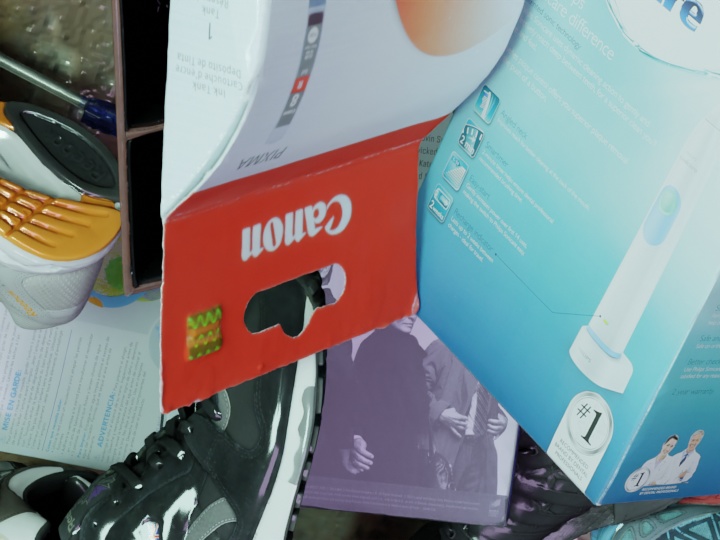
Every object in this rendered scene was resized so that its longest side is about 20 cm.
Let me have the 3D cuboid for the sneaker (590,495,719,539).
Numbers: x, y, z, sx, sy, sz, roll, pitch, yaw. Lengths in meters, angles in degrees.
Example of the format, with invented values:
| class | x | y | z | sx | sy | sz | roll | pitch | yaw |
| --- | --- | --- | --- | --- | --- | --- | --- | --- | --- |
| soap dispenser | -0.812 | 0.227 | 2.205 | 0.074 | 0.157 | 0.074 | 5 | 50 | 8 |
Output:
| class | x | y | z | sx | sy | sz | roll | pitch | yaw |
| --- | --- | --- | --- | --- | --- | --- | --- | --- | --- |
| sneaker | 0.203 | 0.133 | 1.239 | 0.198 | 0.096 | 0.080 | -11 | 123 | 7 |

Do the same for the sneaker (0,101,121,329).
| class | x | y | z | sx | sy | sz | roll | pitch | yaw |
| --- | --- | --- | --- | --- | --- | --- | --- | --- | --- |
| sneaker | -0.177 | -0.049 | 1.099 | 0.200 | 0.076 | 0.092 | 43 | 147 | 17 |

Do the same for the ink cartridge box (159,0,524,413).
| class | x | y | z | sx | sy | sz | roll | pitch | yaw |
| --- | --- | --- | --- | --- | --- | --- | --- | --- | --- |
| ink cartridge box | -0.003 | -0.059 | 0.974 | 0.050 | 0.162 | 0.202 | 12 | 109 | 33 |

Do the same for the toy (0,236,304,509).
| class | x | y | z | sx | sy | sz | roll | pitch | yaw |
| --- | --- | --- | --- | --- | --- | --- | --- | --- | --- |
| toy | -0.105 | 0.024 | 1.186 | 0.199 | 0.047 | 0.116 | 13 | 92 | -16 |

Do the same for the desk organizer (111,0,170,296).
| class | x | y | z | sx | sy | sz | roll | pitch | yaw |
| --- | --- | --- | --- | --- | --- | --- | --- | --- | --- |
| desk organizer | -0.052 | -0.093 | 1.026 | 0.071 | 0.077 | 0.201 | 2 | 118 | 5 |

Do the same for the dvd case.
| class | x | y | z | sx | sy | sz | roll | pitch | yaw |
| --- | --- | --- | --- | --- | --- | --- | --- | --- | --- |
| dvd case | 0.000 | 0.000 | 1.155 | 0.149 | 0.025 | 0.202 | 6 | 101 | -5 |

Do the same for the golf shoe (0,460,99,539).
| class | x | y | z | sx | sy | sz | roll | pitch | yaw |
| --- | --- | --- | --- | --- | --- | --- | --- | --- | --- |
| golf shoe | -0.135 | 0.117 | 1.172 | 0.094 | 0.200 | 0.078 | -5 | 90 | 14 |

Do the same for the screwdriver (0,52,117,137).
| class | x | y | z | sx | sy | sz | roll | pitch | yaw |
| --- | --- | --- | --- | --- | --- | --- | --- | --- | --- |
| screwdriver | -0.124 | -0.071 | 1.124 | 0.199 | 0.028 | 0.029 | 24 | 132 | 7 |

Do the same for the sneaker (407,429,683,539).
| class | x | y | z | sx | sy | sz | roll | pitch | yaw |
| --- | --- | --- | --- | --- | --- | --- | --- | --- | --- |
| sneaker | 0.075 | 0.071 | 1.224 | 0.199 | 0.060 | 0.104 | -28 | 117 | 13 |

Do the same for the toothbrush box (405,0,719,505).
| class | x | y | z | sx | sy | sz | roll | pitch | yaw |
| --- | --- | --- | --- | --- | --- | --- | --- | --- | --- |
| toothbrush box | 0.111 | -0.038 | 1.036 | 0.085 | 0.146 | 0.201 | -2 | 125 | -41 |

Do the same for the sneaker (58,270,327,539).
| class | x | y | z | sx | sy | sz | roll | pitch | yaw |
| --- | --- | --- | --- | --- | --- | --- | --- | --- | --- |
| sneaker | -0.068 | 0.088 | 1.068 | 0.087 | 0.076 | 0.201 | 13 | 101 | -4 |
